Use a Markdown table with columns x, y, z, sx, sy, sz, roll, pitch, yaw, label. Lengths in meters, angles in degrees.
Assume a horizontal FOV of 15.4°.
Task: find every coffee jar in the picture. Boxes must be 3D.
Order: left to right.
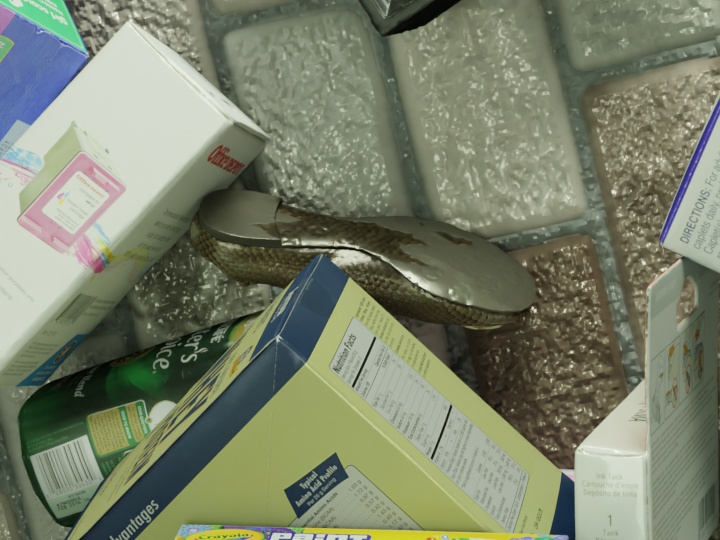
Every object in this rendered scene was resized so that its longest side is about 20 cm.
| x | y | z | sx | sy | sz | roll | pitch | yaw | label |
| --- | --- | --- | --- | --- | --- | --- | --- | --- | --- |
| -0.091 | 0.079 | 1.538 | 0.199 | 0.104 | 0.086 | -18 | 96 | 18 | coffee jar |

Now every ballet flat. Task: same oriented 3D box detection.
| x | y | z | sx | sy | sz | roll | pitch | yaw | label |
| --- | --- | --- | --- | --- | --- | --- | --- | --- | --- |
| 0.000 | 0.000 | 1.506 | 0.198 | 0.068 | 0.047 | 11 | 128 | -5 | ballet flat |

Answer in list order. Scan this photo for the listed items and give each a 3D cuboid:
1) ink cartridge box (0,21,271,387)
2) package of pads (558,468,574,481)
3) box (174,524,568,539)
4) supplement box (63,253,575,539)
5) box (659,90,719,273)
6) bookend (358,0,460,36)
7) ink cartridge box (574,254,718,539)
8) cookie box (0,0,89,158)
| x | y | z | sx | sy | sz | roll | pitch | yaw | label |
| --- | --- | --- | --- | --- | --- | --- | --- | --- | --- |
| -0.154 | -0.034 | 1.491 | 0.085 | 0.145 | 0.200 | 45 | 92 | 6 | ink cartridge box |
| 0.045 | 0.171 | 1.527 | 0.198 | 0.076 | 0.122 | 1 | 98 | 17 | package of pads |
| 0.001 | 0.238 | 1.306 | 0.198 | 0.122 | 0.194 | 2 | 109 | 8 | box |
| -0.022 | 0.142 | 1.414 | 0.200 | 0.134 | 0.200 | 43 | 109 | -6 | supplement box |
| 0.283 | -0.066 | 1.380 | 0.199 | 0.105 | 0.185 | 24 | 113 | 5 | box |
| 0.049 | -0.265 | 1.441 | 0.199 | 0.092 | 0.199 | -32 | 89 | 18 | bookend |
| 0.154 | 0.077 | 1.412 | 0.043 | 0.200 | 0.175 | 1 | 99 | 18 | ink cartridge box |
| -0.252 | -0.130 | 1.508 | 0.171 | 0.075 | 0.200 | -49 | 42 | 18 | cookie box |
